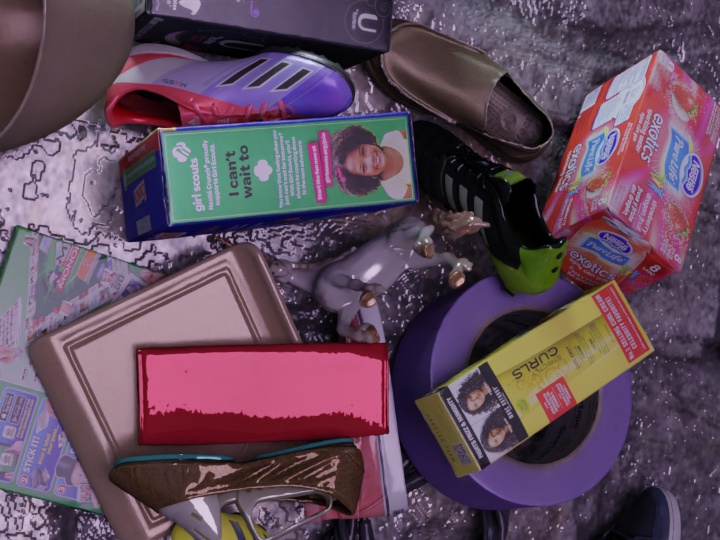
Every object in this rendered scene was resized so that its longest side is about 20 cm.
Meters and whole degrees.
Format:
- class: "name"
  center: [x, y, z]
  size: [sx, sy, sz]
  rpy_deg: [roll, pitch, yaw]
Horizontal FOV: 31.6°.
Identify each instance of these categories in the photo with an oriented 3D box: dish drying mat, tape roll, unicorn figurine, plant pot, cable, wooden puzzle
- class: "dish drying mat"
  center: [-0.075, 0.096, 1.001]
  size: [0.198, 0.018, 0.078]
  rpy_deg: [-1, 95, -10]
- class: "tape roll"
  center: [0.132, 0.106, 1.112]
  size: [0.198, 0.085, 0.202]
  rpy_deg: [5, 77, -22]
- class: "unicorn figurine"
  center: [0.000, 0.000, 1.050]
  size: [0.198, 0.137, 0.075]
  rpy_deg: [-17, 115, -18]
- class: "plant pot"
  center: [-0.246, -0.185, 0.941]
  size: [0.134, 0.199, 0.202]
  rpy_deg: [-6, 94, -53]
- class: "cable"
  center: [0.055, 0.231, 1.129]
  size: [0.162, 0.051, 0.201]
  rpy_deg: [30, 72, -11]
- class: "wooden puzzle"
  center: [-0.138, 0.098, 1.017]
  size: [0.199, 0.037, 0.186]
  rpy_deg: [-25, 100, -7]

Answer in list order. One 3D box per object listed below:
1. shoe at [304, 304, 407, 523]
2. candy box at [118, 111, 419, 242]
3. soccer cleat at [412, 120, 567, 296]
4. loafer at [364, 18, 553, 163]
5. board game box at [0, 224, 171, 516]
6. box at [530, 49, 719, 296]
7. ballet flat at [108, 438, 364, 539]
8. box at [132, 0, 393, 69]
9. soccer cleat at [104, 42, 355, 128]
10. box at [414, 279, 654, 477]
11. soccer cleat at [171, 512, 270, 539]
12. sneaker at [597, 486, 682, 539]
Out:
- class: "shoe"
  center: [-0.019, 0.112, 1.081]
  size: [0.090, 0.071, 0.202]
  rpy_deg: [-8, 81, -3]
- class: "candy box"
  center: [-0.078, -0.072, 1.002]
  size: [0.198, 0.169, 0.078]
  rpy_deg: [-9, 91, -21]
- class: "soccer cleat"
  center: [0.107, -0.068, 1.084]
  size: [0.067, 0.081, 0.200]
  rpy_deg: [-22, 61, -31]
- class: "loafer"
  center: [0.095, -0.162, 1.123]
  size: [0.199, 0.067, 0.077]
  rpy_deg: [26, 82, -20]
- class: "board game box"
  center: [-0.241, 0.080, 1.016]
  size: [0.134, 0.029, 0.202]
  rpy_deg: [19, 84, -20]
- class: "box"
  center: [0.240, -0.082, 1.129]
  size: [0.095, 0.099, 0.201]
  rpy_deg: [37, 54, -17]
- class: "ballet flat"
  center: [-0.091, 0.174, 0.978]
  size: [0.198, 0.068, 0.073]
  rpy_deg: [-2, 70, -16]
- class: "box"
  center: [-0.083, -0.230, 1.022]
  size: [0.198, 0.122, 0.107]
  rpy_deg: [5, 89, -21]
- class: "soccer cleat"
  center: [-0.104, -0.133, 0.996]
  size: [0.198, 0.069, 0.074]
  rpy_deg: [7, 48, 13]
- class: "box"
  center: [0.145, 0.087, 1.048]
  size: [0.199, 0.050, 0.076]
  rpy_deg: [-28, 88, -26]
- class: "soccer cleat"
  center: [-0.079, 0.267, 1.029]
  size: [0.064, 0.084, 0.201]
  rpy_deg: [-33, 122, 7]
- class: "sneaker"
  center: [0.204, 0.273, 1.169]
  size: [0.146, 0.077, 0.204]
  rpy_deg: [30, 82, -22]
